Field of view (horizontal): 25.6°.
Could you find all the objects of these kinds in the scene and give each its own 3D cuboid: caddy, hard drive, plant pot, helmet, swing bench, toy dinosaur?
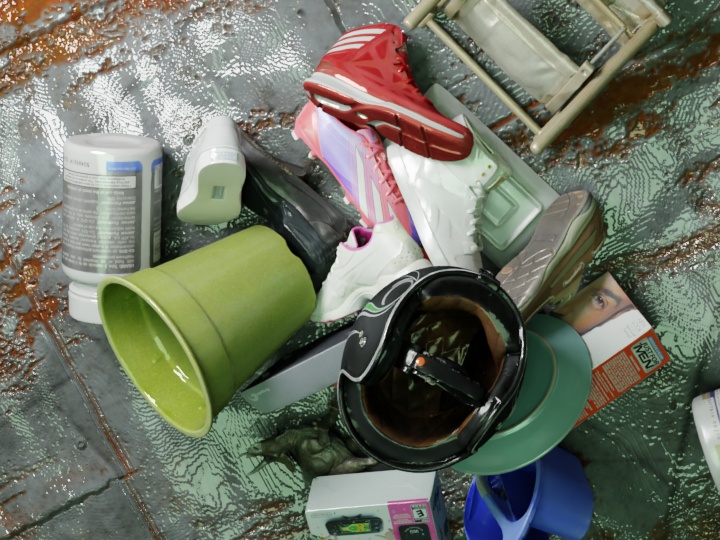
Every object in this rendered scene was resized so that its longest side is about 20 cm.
[{"bbox_3d":[0.172,0.255,1.742,0.104,0.200,0.142,27,106,-14],"label":"caddy"},{"bbox_3d":[-0.027,0.092,1.759,0.199,0.135,0.043,-28,95,24],"label":"hard drive"},{"bbox_3d":[-0.155,0.047,1.739,0.189,0.200,0.201,-34,97,-27],"label":"plant pot"},{"bbox_3d":[0.071,0.097,1.590,0.198,0.191,0.202,4,72,-13],"label":"helmet"},{"bbox_3d":[0.185,-0.263,1.646,0.199,0.130,0.200,44,102,-1],"label":"swing bench"},{"bbox_3d":[-0.032,0.217,1.842,0.199,0.077,0.103,27,125,-11],"label":"toy dinosaur"}]

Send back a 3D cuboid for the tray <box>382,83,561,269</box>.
[{"bbox_3d":[0.121,-0.101,1.750,0.200,0.022,0.107,43,108,-1],"label":"tray"}]

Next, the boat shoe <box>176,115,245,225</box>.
[{"bbox_3d":[-0.165,-0.108,1.742,0.071,0.200,0.069,2,70,-7],"label":"boat shoe"}]

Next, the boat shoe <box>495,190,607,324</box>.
[{"bbox_3d":[0.203,0.006,1.696,0.072,0.075,0.200,47,72,-26],"label":"boat shoe"}]

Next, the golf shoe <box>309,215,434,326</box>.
[{"bbox_3d":[0.000,0.000,1.748,0.199,0.075,0.092,-24,94,46],"label":"golf shoe"}]

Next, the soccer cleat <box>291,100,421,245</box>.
[{"bbox_3d":[0.009,-0.111,1.747,0.076,0.067,0.200,-42,89,24],"label":"soccer cleat"}]

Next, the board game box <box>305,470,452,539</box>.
[{"bbox_3d":[0.031,0.327,1.820,0.146,0.065,0.202,-6,122,13],"label":"board game box"}]

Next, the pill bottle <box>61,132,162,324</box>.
[{"bbox_3d":[-0.282,-0.047,1.795,0.112,0.114,0.202,6,104,10],"label":"pill bottle"}]

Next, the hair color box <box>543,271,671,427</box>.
[{"bbox_3d":[0.219,0.104,1.707,0.199,0.111,0.064,-35,129,3],"label":"hair color box"}]

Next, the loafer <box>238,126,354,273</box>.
[{"bbox_3d":[-0.089,-0.092,1.780,0.072,0.073,0.201,-37,87,-22],"label":"loafer"}]

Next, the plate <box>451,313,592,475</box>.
[{"bbox_3d":[0.148,0.123,1.674,0.199,0.201,0.026,-23,134,16],"label":"plate"}]

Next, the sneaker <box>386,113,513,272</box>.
[{"bbox_3d":[0.118,-0.066,1.700,0.115,0.074,0.202,-25,87,17],"label":"sneaker"}]

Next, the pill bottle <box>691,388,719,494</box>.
[{"bbox_3d":[0.466,0.164,1.694,0.198,0.120,0.121,-20,99,15],"label":"pill bottle"}]

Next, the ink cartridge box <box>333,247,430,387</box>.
[{"bbox_3d":[0.078,0.087,1.793,0.175,0.045,0.202,23,106,4],"label":"ink cartridge box"}]

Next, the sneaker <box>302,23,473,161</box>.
[{"bbox_3d":[0.047,-0.201,1.682,0.199,0.078,0.116,25,73,14],"label":"sneaker"}]
